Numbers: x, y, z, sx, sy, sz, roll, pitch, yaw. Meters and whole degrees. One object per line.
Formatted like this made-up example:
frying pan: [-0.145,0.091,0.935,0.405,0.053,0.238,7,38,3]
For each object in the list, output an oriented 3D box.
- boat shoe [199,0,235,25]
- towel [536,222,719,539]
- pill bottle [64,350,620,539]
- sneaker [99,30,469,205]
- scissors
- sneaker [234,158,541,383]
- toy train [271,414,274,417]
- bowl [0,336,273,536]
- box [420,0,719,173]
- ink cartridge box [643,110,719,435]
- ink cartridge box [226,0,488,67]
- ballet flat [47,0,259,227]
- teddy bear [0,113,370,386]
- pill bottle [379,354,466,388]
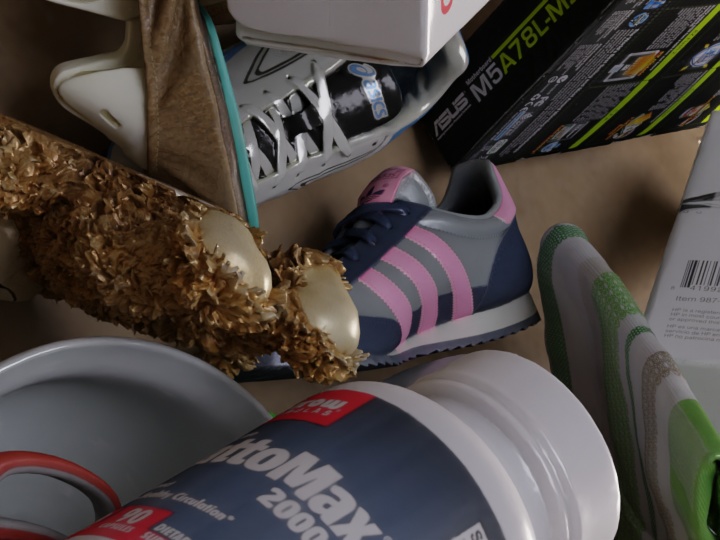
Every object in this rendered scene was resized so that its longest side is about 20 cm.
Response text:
boat shoe: [0.001,-0.168,1.235,0.200,0.071,0.065,-31,104,-42]
towel: [0.117,0.085,1.201,0.031,0.200,0.149,-15,120,-7]
pill bottle: [-0.009,0.107,0.973,0.200,0.120,0.120,-29,101,-38]
sneaker: [-0.032,-0.065,1.180,0.200,0.072,0.072,-35,107,-42]
scissors: [-0.157,0.078,0.919,0.200,0.014,0.073,25,81,-42]
sneaker: [0.000,0.000,1.198,0.200,0.070,0.082,-13,96,-54]
toy train: [-0.012,0.132,1.099,0.056,0.042,0.200,-12,51,-39]
bowl: [-0.113,0.123,1.029,0.201,0.090,0.201,-1,91,-35]
box: [0.148,-0.127,1.282,0.193,0.200,0.048,-15,67,-45]
ink cartridge box: [0.216,0.015,1.313,0.200,0.144,0.084,-65,155,-48]
ink cartridge box: [0.027,-0.185,1.098,0.200,0.083,0.145,-49,144,-52]
ballet flat: [-0.087,-0.102,1.083,0.072,0.068,0.200,-11,108,-11]
teddy bear: [-0.085,-0.003,1.034,0.145,0.200,0.067,26,87,-63]
pill bottle: [0.057,0.142,1.190,0.113,0.113,0.200,-37,107,-43]
